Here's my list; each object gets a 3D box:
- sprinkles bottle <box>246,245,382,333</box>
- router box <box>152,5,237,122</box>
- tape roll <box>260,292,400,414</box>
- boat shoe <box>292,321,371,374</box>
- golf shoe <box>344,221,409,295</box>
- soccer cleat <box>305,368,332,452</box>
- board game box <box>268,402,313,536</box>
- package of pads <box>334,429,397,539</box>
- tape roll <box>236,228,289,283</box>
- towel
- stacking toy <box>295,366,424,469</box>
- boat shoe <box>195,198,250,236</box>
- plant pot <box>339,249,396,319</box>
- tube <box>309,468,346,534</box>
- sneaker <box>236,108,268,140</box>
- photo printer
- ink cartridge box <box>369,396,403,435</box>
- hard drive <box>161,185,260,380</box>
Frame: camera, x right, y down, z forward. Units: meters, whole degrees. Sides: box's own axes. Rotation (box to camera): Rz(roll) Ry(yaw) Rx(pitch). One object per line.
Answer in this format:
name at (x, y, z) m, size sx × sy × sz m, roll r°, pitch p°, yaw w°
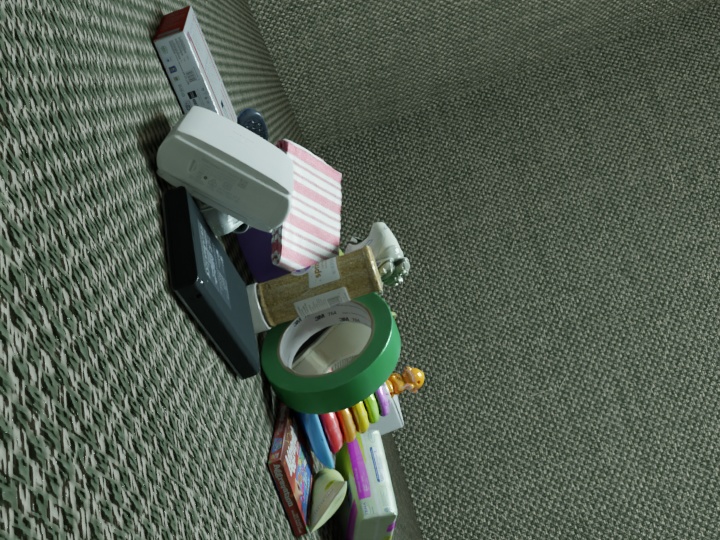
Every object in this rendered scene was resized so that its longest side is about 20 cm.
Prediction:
sprinkles bottle at (-0.070, 0.027, 1.110) m, size 0.068 × 0.197 × 0.069 m, roll -18°, pitch 89°, yaw -86°
router box at (-0.250, -0.288, 1.219) m, size 0.180 × 0.048 × 0.202 m, roll -105°, pitch 175°, yaw -61°
tape roll at (-0.043, 0.109, 1.117) m, size 0.202 × 0.198 × 0.049 m, roll -106°, pitch 175°, yaw -52°
boat shoe at (-0.041, 0.111, 1.237) m, size 0.072 × 0.199 × 0.060 m, roll 49°, pitch 6°, yaw -22°
golf shoe at (0.000, 0.000, 1.225) m, size 0.077 × 0.200 × 0.099 m, roll 0°, pitch 63°, yaw -40°
soccer cleat at (-0.075, 0.202, 1.286) m, size 0.086 × 0.067 × 0.202 m, roll 74°, pitch 4°, yaw -50°
board game box at (-0.091, 0.259, 1.056) m, size 0.200 × 0.019 × 0.104 m, roll -97°, pitch 167°, yaw -78°
package of pads at (0.002, 0.360, 1.221) m, size 0.202 × 0.067 × 0.156 m, roll 98°, pitch -17°, yaw -45°
tape roll at (-0.138, -0.044, 1.327) m, size 0.201 × 0.065 × 0.202 m, roll -90°, pitch 154°, yaw -60°
towel at (-0.081, -0.083, 1.190) m, size 0.146 × 0.030 × 0.203 m, roll 25°, pitch 61°, yaw -51°
stacking toy at (0.004, 0.191, 1.160) m, size 0.110 × 0.197 × 0.118 m, roll -141°, pitch -150°, yaw -66°
boat shoe at (-0.182, -0.086, 1.104) m, size 0.201 × 0.069 × 0.073 m, roll -69°, pitch 144°, yaw -78°
plant pot at (-0.055, 0.064, 1.616) m, size 0.186 × 0.199 × 0.200 m, roll 60°, pitch 0°, yaw 13°
tube at (-0.044, 0.307, 1.074) m, size 0.200 × 0.051 × 0.059 m, roll 110°, pitch -25°, yaw -83°
sneaker at (-0.205, -0.231, 1.429) m, size 0.201 × 0.065 × 0.079 m, roll 92°, pitch -24°, yaw -58°
photo printer at (-0.161, -0.134, 0.978) m, size 0.165 × 0.070 × 0.200 m, roll 28°, pitch 16°, yaw -14°
ink cartridge box at (-0.001, 0.259, 1.564) m, size 0.200 × 0.144 × 0.087 m, roll -102°, pitch 171°, yaw -73°
hard drive at (-0.170, 0.019, 0.909) m, size 0.201 × 0.032 × 0.141 m, roll 68°, pitch 4°, yaw -53°
